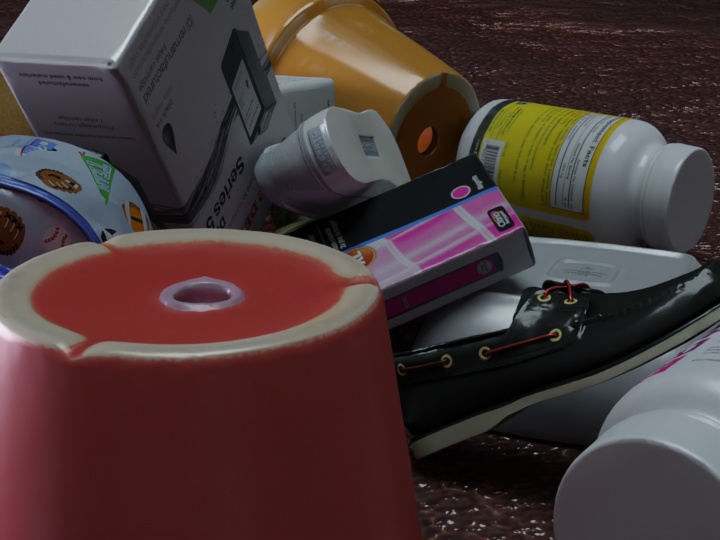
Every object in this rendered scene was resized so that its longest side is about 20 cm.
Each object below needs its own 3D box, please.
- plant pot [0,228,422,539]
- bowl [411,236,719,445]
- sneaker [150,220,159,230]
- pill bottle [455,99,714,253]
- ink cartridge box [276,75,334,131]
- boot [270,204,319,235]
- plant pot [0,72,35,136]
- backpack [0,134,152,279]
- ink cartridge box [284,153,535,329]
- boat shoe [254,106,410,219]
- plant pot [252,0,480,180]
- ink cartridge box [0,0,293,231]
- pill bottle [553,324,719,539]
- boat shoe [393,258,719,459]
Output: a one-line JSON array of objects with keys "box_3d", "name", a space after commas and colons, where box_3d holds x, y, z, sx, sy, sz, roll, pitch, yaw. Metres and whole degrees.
[{"box_3d": [-0.062, 0.089, 0.498, 0.197, 0.180, 0.201, 1, 18, 0], "name": "plant pot"}, {"box_3d": [0.138, 0.035, 0.838, 0.197, 0.076, 0.200, 6, 18, 22], "name": "bowl"}, {"box_3d": [-0.184, 0.057, 0.783, 0.199, 0.105, 0.076, -30, 46, 0], "name": "sneaker"}, {"box_3d": [0.187, -0.075, 1.106, 0.198, 0.114, 0.112, 16, 23, 37], "name": "pill bottle"}, {"box_3d": [-0.133, -0.100, 1.019, 0.143, 0.085, 0.199, 9, 17, 36], "name": "ink cartridge box"}, {"box_3d": [-0.026, -0.025, 1.012, 0.198, 0.073, 0.154, -7, 19, -41], "name": "boot"}, {"box_3d": [-0.281, -0.053, 0.838, 0.199, 0.188, 0.185, -31, 34, -35], "name": "plant pot"}, {"box_3d": [-0.180, 0.034, 0.632, 0.197, 0.193, 0.154, 0, 15, 3], "name": "backpack"}, {"box_3d": [0.000, 0.000, 0.813, 0.198, 0.037, 0.095, -25, 37, 0], "name": "ink cartridge box"}, {"box_3d": [-0.014, -0.062, 0.887, 0.068, 0.073, 0.200, -22, 0, 16], "name": "boat shoe"}, {"box_3d": [0.000, -0.137, 1.172, 0.199, 0.203, 0.182, -16, 32, -42], "name": "plant pot"}, {"box_3d": [-0.118, -0.098, 0.800, 0.083, 0.201, 0.147, 6, 52, 21], "name": "ink cartridge box"}, {"box_3d": [0.177, 0.087, 0.610, 0.112, 0.115, 0.199, 13, 22, 34], "name": "pill bottle"}, {"box_3d": [0.103, 0.037, 0.698, 0.200, 0.064, 0.073, -25, -6, 25], "name": "boat shoe"}]
